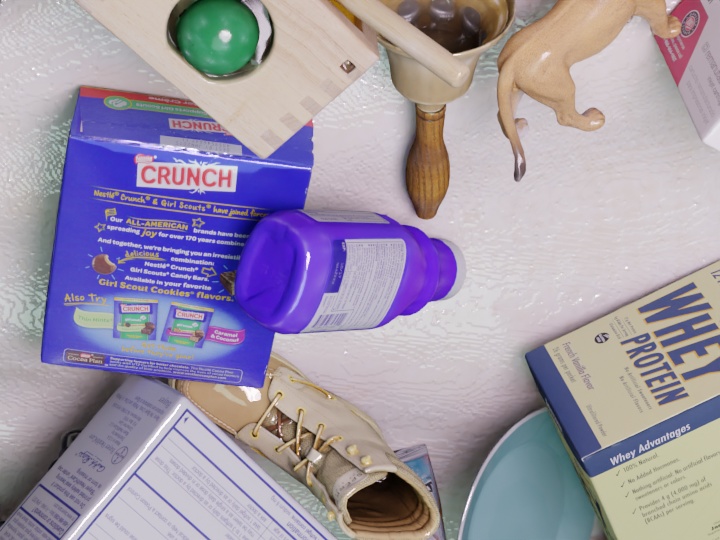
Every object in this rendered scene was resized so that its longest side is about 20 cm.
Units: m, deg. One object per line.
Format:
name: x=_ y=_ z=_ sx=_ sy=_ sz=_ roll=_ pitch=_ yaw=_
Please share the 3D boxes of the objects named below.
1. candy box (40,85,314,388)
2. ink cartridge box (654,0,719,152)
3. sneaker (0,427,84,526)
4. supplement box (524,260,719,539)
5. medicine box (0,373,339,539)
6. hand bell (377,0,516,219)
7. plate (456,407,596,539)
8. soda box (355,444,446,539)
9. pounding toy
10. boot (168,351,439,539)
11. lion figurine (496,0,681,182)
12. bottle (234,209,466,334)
candy box: x=-0.133 y=-0.021 z=1.185 sx=0.169 sy=0.077 sz=0.200 roll=8 pitch=126 yaw=-11
ink cartridge box: x=0.296 y=-0.176 z=1.070 sx=0.084 sy=0.145 sz=0.200 roll=26 pitch=120 yaw=-23
sneaker: x=-0.260 y=0.195 z=1.324 sx=0.202 sy=0.077 sz=0.146 roll=-10 pitch=139 yaw=-10
supplement box: x=0.265 y=0.129 z=1.283 sx=0.200 sy=0.134 sz=0.200 roll=-26 pitch=125 yaw=1
medicine box: x=-0.151 y=0.211 z=1.214 sx=0.200 sy=0.103 sz=0.182 roll=-50 pitch=117 yaw=-13
hand bell: x=0.047 y=-0.108 z=1.148 sx=0.104 sy=0.104 sz=0.200 roll=-3 pitch=139 yaw=-4
plate: x=0.129 y=0.205 z=1.342 sx=0.026 sy=0.200 sz=0.200 roll=13 pitch=139 yaw=39
soda box: x=0.033 y=0.220 z=1.301 sx=0.068 sy=0.200 sz=0.064 roll=-12 pitch=117 yaw=3
pounding toy: x=-0.055 y=-0.175 z=0.998 sx=0.142 sy=0.200 sz=0.184 roll=-39 pitch=119 yaw=21
boot: x=-0.042 y=0.131 z=1.251 sx=0.200 sy=0.155 sz=0.073 roll=31 pitch=96 yaw=-27
lion figurine: x=0.142 y=-0.161 z=1.078 sx=0.200 sy=0.072 sz=0.122 roll=-55 pitch=147 yaw=-8
bottle: x=0.000 y=0.000 z=1.166 sx=0.200 sy=0.065 sz=0.084 roll=-2 pitch=118 yaw=-52
